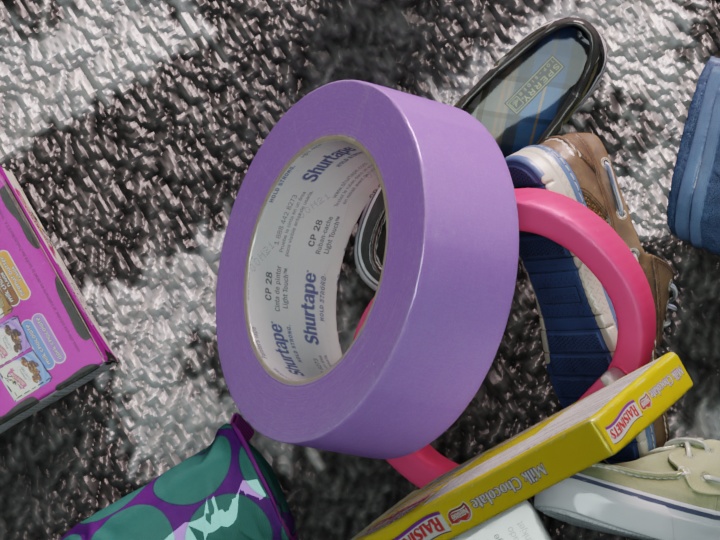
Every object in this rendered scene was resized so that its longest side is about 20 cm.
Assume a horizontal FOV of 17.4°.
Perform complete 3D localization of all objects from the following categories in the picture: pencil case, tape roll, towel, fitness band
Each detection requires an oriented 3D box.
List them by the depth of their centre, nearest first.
[{"bbox_3d":[0.000,0.000,1.291,0.066,0.200,0.200,13,87,-35],"label":"tape roll"},{"bbox_3d":[0.076,0.044,1.315,0.144,0.037,0.200,48,124,9],"label":"fitness band"},{"bbox_3d":[0.274,-0.048,1.318,0.200,0.049,0.112,14,89,27],"label":"towel"},{"bbox_3d":[-0.135,0.167,1.343,0.200,0.085,0.092,-30,42,0],"label":"pencil case"}]

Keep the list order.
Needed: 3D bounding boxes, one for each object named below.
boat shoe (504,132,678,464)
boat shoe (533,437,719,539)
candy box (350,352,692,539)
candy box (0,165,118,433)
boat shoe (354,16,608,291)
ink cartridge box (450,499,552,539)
[{"bbox_3d":[0.144,0.017,1.338,0.072,0.072,0.200,-27,107,-30],"label":"boat shoe"},{"bbox_3d":[0.189,0.124,1.318,0.200,0.072,0.062,12,84,-24],"label":"boat shoe"},{"bbox_3d":[0.077,0.108,1.252,0.200,0.102,0.026,-32,92,37],"label":"candy box"},{"bbox_3d":[-0.261,0.046,1.370,0.200,0.061,0.137,-30,86,0],"label":"candy box"},{"bbox_3d":[0.070,-0.068,1.355,0.200,0.066,0.070,-45,85,0],"label":"boat shoe"},{"bbox_3d":[0.040,0.235,1.329,0.200,0.084,0.144,-28,86,2],"label":"ink cartridge box"}]
